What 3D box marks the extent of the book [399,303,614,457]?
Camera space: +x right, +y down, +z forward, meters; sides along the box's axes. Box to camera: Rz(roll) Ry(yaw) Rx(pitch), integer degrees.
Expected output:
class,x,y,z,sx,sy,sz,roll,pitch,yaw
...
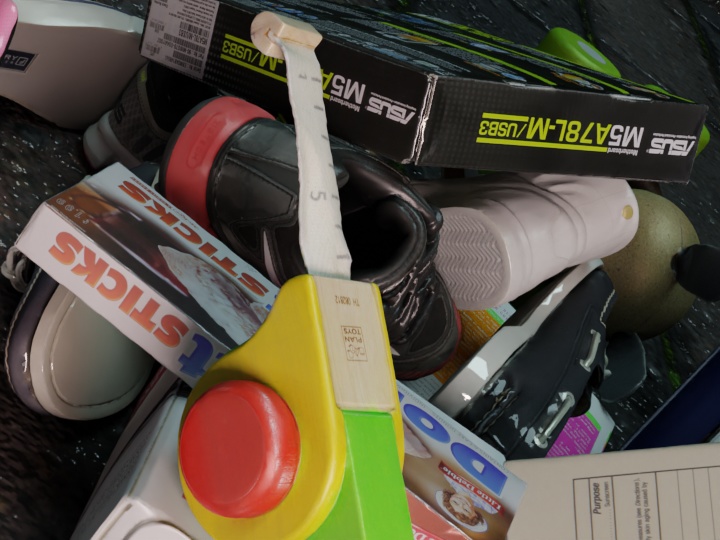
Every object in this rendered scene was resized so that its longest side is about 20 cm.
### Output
class,x,y,z,sx,sy,sz,roll,pitch,yaw
book,0.062,0.077,0.935,0.134,0.048,0.200,42,23,3

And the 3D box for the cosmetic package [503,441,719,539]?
class,x,y,z,sx,sy,sz,roll,pitch,yaw
cosmetic package,0.160,0.124,0.705,0.071,0.200,0.105,62,26,-60

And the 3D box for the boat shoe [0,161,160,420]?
class,x,y,z,sx,sy,sz,roll,pitch,yaw
boat shoe,-0.120,0.007,0.778,0.063,0.073,0.200,-1,24,12

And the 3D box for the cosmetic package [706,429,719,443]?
class,x,y,z,sx,sy,sz,roll,pitch,yaw
cosmetic package,0.285,0.132,0.950,0.200,0.166,0.167,45,-12,12

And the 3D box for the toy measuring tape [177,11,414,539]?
class,x,y,z,sx,sy,sz,roll,pitch,yaw
toy measuring tape,-0.029,0.020,0.575,0.074,0.074,0.200,10,66,-53

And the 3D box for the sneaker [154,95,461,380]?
class,x,y,z,sx,sy,sz,roll,pitch,yaw
sneaker,0.000,0.000,0.780,0.098,0.071,0.200,18,-17,40

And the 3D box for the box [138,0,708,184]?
class,x,y,z,sx,sy,sz,roll,pitch,yaw
box,0.029,-0.091,0.857,0.193,0.048,0.200,3,17,-45

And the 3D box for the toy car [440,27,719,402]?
class,x,y,z,sx,sy,sz,roll,pitch,yaw
toy car,0.141,-0.014,1.070,0.158,0.164,0.200,26,22,-32

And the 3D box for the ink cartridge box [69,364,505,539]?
class,x,y,z,sx,sy,sz,roll,pitch,yaw
ink cartridge box,-0.027,0.104,0.671,0.145,0.083,0.200,36,22,-8

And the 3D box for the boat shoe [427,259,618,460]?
class,x,y,z,sx,sy,sz,roll,pitch,yaw
boat shoe,0.092,0.049,0.894,0.060,0.074,0.200,46,27,4

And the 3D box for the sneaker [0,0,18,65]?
class,x,y,z,sx,sy,sz,roll,pitch,yaw
sneaker,-0.196,-0.076,0.737,0.079,0.095,0.200,39,22,-7

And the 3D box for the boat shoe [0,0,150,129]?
class,x,y,z,sx,sy,sz,roll,pitch,yaw
boat shoe,-0.179,-0.134,0.904,0.200,0.075,0.093,11,41,-52

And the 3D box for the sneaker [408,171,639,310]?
class,x,y,z,sx,sy,sz,roll,pitch,yaw
sneaker,0.054,-0.023,0.939,0.115,0.074,0.200,-20,18,-34

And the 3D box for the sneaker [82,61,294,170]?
class,x,y,z,sx,sy,sz,roll,pitch,yaw
sneaker,-0.049,-0.042,0.897,0.200,0.088,0.074,38,23,19

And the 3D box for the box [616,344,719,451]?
class,x,y,z,sx,sy,sz,roll,pitch,yaw
box,0.181,0.075,0.973,0.032,0.121,0.200,44,9,11

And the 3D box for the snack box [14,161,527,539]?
class,x,y,z,sx,sy,sz,roll,pitch,yaw
snack box,-0.029,0.036,0.654,0.200,0.024,0.072,38,20,2
